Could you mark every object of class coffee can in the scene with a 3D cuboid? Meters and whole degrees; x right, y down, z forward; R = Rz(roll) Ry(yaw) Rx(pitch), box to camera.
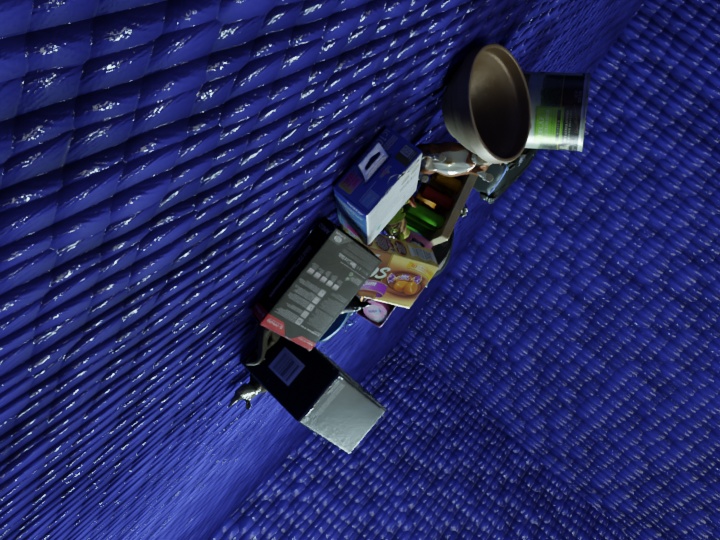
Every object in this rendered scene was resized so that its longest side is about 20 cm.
[{"bbox_3d":[0.326,-0.304,1.481,0.146,0.200,0.147,5,90,-75],"label":"coffee can"}]

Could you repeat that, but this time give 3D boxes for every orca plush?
[{"bbox_3d":[-0.067,0.054,1.497,0.105,0.071,0.200,-25,-173,-23],"label":"orca plush"}]

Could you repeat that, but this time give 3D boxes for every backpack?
[{"bbox_3d":[0.339,-0.294,1.875,0.200,0.147,0.183,-41,166,-28],"label":"backpack"}]

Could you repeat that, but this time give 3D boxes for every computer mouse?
[{"bbox_3d":[0.184,-0.058,1.729,0.200,0.053,0.138,-63,-172,0],"label":"computer mouse"}]

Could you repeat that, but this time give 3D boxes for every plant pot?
[{"bbox_3d":[0.206,-0.281,1.348,0.093,0.201,0.201,-3,-150,43],"label":"plant pot"}]

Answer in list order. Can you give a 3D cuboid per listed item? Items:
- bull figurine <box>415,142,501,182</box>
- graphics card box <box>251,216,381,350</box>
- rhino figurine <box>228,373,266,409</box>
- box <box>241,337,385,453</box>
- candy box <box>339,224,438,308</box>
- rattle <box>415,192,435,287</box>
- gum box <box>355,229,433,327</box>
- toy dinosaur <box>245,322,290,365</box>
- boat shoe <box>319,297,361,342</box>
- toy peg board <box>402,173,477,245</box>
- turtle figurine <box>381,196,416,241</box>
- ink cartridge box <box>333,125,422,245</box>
[{"bbox_3d":[0.185,-0.203,1.425,0.121,0.200,0.065,-87,172,-69],"label":"bull figurine"},{"bbox_3d":[-0.072,0.024,1.293,0.125,0.051,0.200,34,98,-40],"label":"graphics card box"},{"bbox_3d":[-0.197,0.216,1.605,0.200,0.060,0.087,-43,165,-30],"label":"rhino figurine"},{"bbox_3d":[-0.088,0.224,1.497,0.123,0.200,0.198,-50,139,-4],"label":"box"},{"bbox_3d":[0.030,-0.006,1.448,0.117,0.200,0.056,-56,-146,32],"label":"candy box"},{"bbox_3d":[0.148,-0.075,1.790,0.143,0.130,0.200,-43,-161,44],"label":"rattle"},{"bbox_3d":[0.074,0.014,1.667,0.200,0.066,0.114,-56,-176,42],"label":"gum box"},{"bbox_3d":[-0.150,0.091,1.366,0.200,0.077,0.102,-33,149,-46],"label":"toy dinosaur"},{"bbox_3d":[-0.034,0.084,1.776,0.200,0.084,0.069,-49,159,4],"label":"boat shoe"},{"bbox_3d":[0.160,-0.164,1.681,0.199,0.098,0.200,-64,-172,-8],"label":"toy peg board"},{"bbox_3d":[0.068,-0.103,1.517,0.161,0.064,0.200,58,30,-65],"label":"turtle figurine"},{"bbox_3d":[0.028,-0.137,1.246,0.136,0.076,0.200,-49,172,-10],"label":"ink cartridge box"}]
